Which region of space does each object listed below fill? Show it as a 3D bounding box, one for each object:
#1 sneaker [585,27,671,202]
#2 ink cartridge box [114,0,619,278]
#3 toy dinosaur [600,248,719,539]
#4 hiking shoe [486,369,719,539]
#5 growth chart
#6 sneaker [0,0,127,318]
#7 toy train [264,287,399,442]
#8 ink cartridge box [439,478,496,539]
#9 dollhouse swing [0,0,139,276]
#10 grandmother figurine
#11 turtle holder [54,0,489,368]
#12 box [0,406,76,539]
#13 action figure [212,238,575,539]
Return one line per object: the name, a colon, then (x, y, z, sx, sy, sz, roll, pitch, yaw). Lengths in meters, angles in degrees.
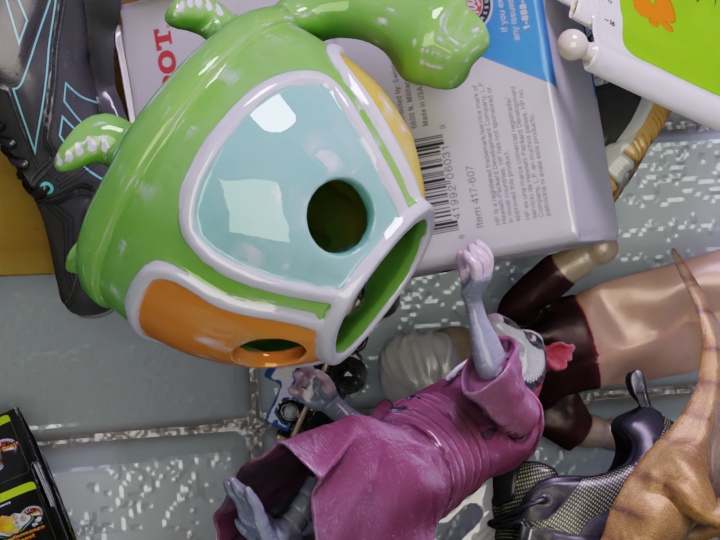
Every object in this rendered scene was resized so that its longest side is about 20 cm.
sneaker: (0.118, -0.108, 1.402, 0.088, 0.076, 0.200, 30, 79, 2)
ink cartridge box: (0.003, -0.067, 1.345, 0.200, 0.084, 0.146, -9, 88, 18)
toy dinosaur: (0.145, 0.094, 1.307, 0.106, 0.060, 0.200, 30, 75, -1)
hiking shoe: (0.084, 0.140, 1.357, 0.200, 0.076, 0.101, -41, 84, -14)
growth chart: (0.136, -0.153, 1.332, 0.145, 0.018, 0.200, 13, 59, -30)
sneaker: (-0.145, -0.076, 1.324, 0.079, 0.075, 0.200, -9, 97, -21)
toy train: (0.000, 0.000, 1.406, 0.046, 0.034, 0.200, 23, 89, -2)
ink cartridge box: (0.095, 0.189, 1.412, 0.109, 0.050, 0.200, -44, 92, -4)
dollhouse swing: (-0.226, -0.081, 1.383, 0.182, 0.176, 0.200, -1, 92, 36)
grandmother figurine: (0.107, 0.035, 1.404, 0.200, 0.061, 0.121, -12, 110, -5)
turtle holder: (-0.032, -0.038, 1.253, 0.132, 0.141, 0.186, 33, 46, 15)
box: (-0.215, 0.172, 1.320, 0.200, 0.193, 0.048, -25, 129, -5)
action figure: (0.031, 0.085, 1.294, 0.200, 0.134, 0.149, -31, 85, -32)
